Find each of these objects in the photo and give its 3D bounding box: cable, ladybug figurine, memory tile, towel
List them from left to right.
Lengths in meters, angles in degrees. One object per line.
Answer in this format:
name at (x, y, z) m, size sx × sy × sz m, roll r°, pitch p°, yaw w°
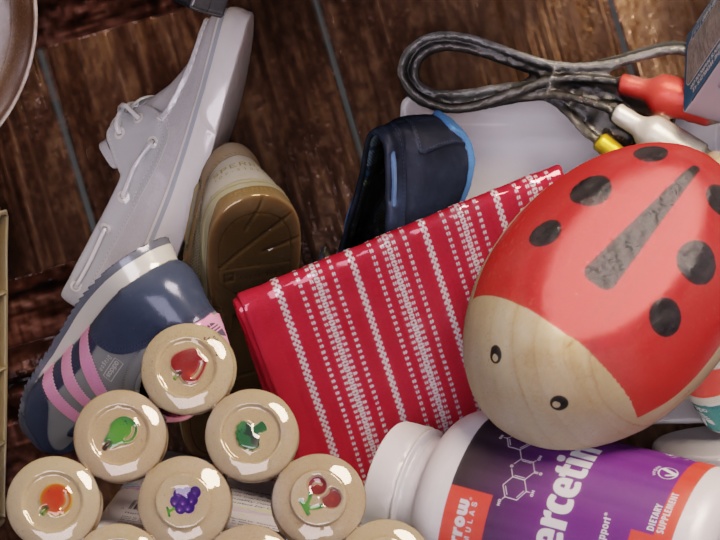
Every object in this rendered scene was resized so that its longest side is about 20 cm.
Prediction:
memory tile at (-0.074, 0.138, 1.484) m, size 0.153 × 0.017 × 0.200 m, roll -44°, pitch 79°, yaw -10°
towel at (0.038, 0.038, 1.586) m, size 0.200 × 0.022 × 0.145 m, roll -22°, pitch 117°, yaw -7°
cable at (0.123, -0.102, 1.593) m, size 0.200 × 0.050 × 0.097 m, roll 23°, pitch 94°, yaw 0°
ladybug figurine at (0.136, 0.004, 1.511) m, size 0.136 × 0.072 × 0.200 m, roll 32°, pitch 67°, yaw 14°

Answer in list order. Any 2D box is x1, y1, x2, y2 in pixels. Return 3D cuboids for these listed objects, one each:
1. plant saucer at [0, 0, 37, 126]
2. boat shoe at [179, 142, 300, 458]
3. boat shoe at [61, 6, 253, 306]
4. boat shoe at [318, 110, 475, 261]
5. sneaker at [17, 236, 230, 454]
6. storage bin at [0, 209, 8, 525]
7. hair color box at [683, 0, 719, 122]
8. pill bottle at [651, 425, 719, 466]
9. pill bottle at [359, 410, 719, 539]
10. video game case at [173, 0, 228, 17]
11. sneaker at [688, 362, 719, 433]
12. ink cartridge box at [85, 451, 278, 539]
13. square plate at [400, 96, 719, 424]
plant saucer at (-0.284, -0.148, 1.660) m, size 0.200 × 0.032 × 0.201 m, roll 1°, pitch 97°, yaw 4°
boat shoe at (-0.073, 0.020, 1.626) m, size 0.072 × 0.065 × 0.200 m, roll -7°, pitch 130°, yaw -16°
boat shoe at (-0.118, -0.062, 1.642) m, size 0.068 × 0.072 × 0.200 m, roll 21°, pitch 106°, yaw 2°
boat shoe at (0.000, 0.000, 1.615) m, size 0.069 × 0.084 × 0.201 m, roll -1°, pitch 112°, yaw -38°
sneaker at (-0.133, 0.066, 1.600) m, size 0.070 × 0.200 × 0.082 m, roll -31°, pitch 75°, yaw -34°
storage bin at (-0.279, 0.063, 1.603) m, size 0.093 × 0.198 × 0.201 m, roll 4°, pitch 96°, yaw 22°
hair color box at (0.287, -0.109, 1.556) m, size 0.199 × 0.100 × 0.061 m, roll 15°, pitch 54°, yaw -12°
pill bottle at (0.213, 0.193, 1.611) m, size 0.112 × 0.112 × 0.201 m, roll -4°, pitch 99°, yaw 5°
pill bottle at (0.105, 0.141, 1.529) m, size 0.199 × 0.112 × 0.113 m, roll 13°, pitch 98°, yaw 23°
video game case at (-0.096, -0.244, 1.559) m, size 0.025 × 0.200 × 0.181 m, roll 14°, pitch 98°, yaw -29°
sneaker at (0.266, 0.028, 1.611) m, size 0.199 × 0.070 × 0.094 m, roll -21°, pitch 118°, yaw -15°
ink cartridge box at (-0.071, 0.172, 1.593) m, size 0.144 × 0.200 × 0.084 m, roll 11°, pitch 100°, yaw 4°
square plate at (0.128, -0.008, 1.643) m, size 0.199 × 0.028 × 0.199 m, roll -3°, pitch 95°, yaw 5°
